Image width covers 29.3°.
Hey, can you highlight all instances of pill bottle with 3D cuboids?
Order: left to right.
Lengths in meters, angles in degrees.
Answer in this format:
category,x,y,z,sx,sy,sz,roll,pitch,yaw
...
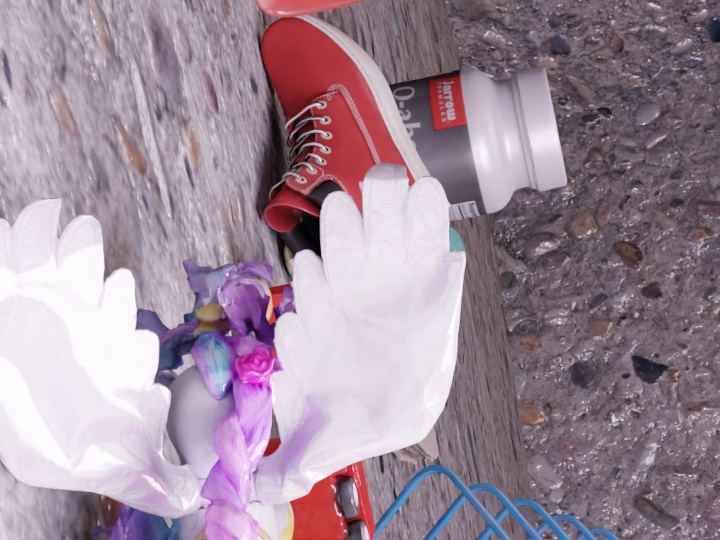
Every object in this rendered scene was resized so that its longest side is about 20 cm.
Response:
category,x,y,z,sx,sy,sz,roll,pitch,yaw
pill bottle,0.056,-0.095,1.085,0.116,0.199,0.116,-11,90,-81

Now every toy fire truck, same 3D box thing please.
category,x,y,z,sx,sy,sz,roll,pitch,yaw
toy fire truck,-0.017,0.116,0.745,0.141,0.048,0.201,-75,153,-73

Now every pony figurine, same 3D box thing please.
category,x,y,z,sx,sy,sz,roll,pitch,yaw
pony figurine,-0.049,0.059,0.500,0.200,0.166,0.194,-133,-142,-78

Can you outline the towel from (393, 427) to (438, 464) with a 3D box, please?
category,x,y,z,sx,sy,sz,roll,pitch,yaw
towel,0.033,0.101,1.259,0.200,0.034,0.133,55,25,-67

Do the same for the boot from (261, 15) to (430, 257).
category,x,y,z,sx,sy,sz,roll,pitch,yaw
boot,-0.035,-0.091,0.944,0.144,0.072,0.201,-16,71,-52

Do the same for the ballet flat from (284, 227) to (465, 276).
category,x,y,z,sx,sy,sz,roll,pitch,yaw
ballet flat,0.000,0.000,1.015,0.200,0.070,0.071,-7,86,-51

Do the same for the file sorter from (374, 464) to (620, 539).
category,x,y,z,sx,sy,sz,roll,pitch,yaw
file sorter,0.099,0.220,0.849,0.200,0.123,0.139,28,15,-44

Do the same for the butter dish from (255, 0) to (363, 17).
category,x,y,z,sx,sy,sz,roll,pitch,yaw
butter dish,-0.045,-0.271,0.888,0.200,0.147,0.200,-24,108,-38
